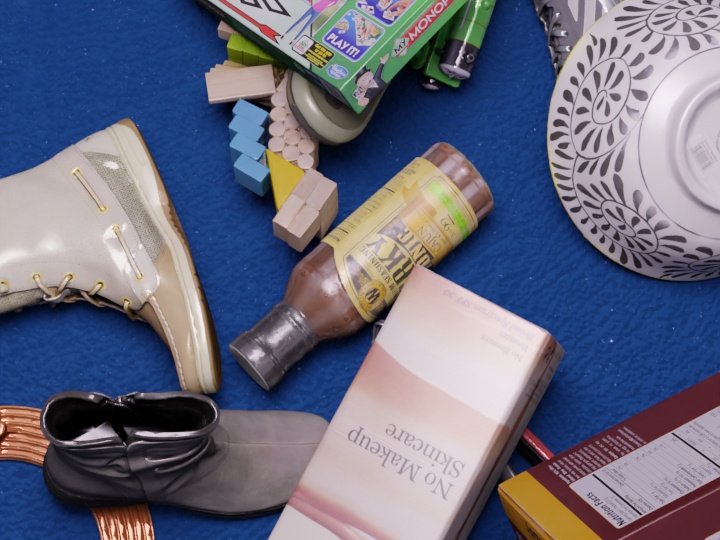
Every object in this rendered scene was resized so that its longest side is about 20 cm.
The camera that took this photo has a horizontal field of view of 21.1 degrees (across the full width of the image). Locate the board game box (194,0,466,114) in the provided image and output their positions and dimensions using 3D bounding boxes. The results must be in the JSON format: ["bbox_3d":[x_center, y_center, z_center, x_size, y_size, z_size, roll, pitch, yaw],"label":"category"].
[{"bbox_3d":[-0.021,-0.197,1.266,0.135,0.029,0.200,-47,49,-6],"label":"board game box"}]

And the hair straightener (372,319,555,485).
[{"bbox_3d":[0.069,0.113,1.260,0.077,0.041,0.200,-40,78,-12],"label":"hair straightener"}]

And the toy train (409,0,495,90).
[{"bbox_3d":[0.085,-0.218,1.328,0.042,0.056,0.201,19,86,-30],"label":"toy train"}]

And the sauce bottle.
[{"bbox_3d":[0.000,0.000,1.281,0.200,0.065,0.065,-43,79,-11],"label":"sauce bottle"}]

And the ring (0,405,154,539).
[{"bbox_3d":[-0.231,0.184,1.243,0.200,0.019,0.201,0,73,-1],"label":"ring"}]

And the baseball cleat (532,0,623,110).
[{"bbox_3d":[0.150,-0.147,1.324,0.106,0.070,0.200,-39,78,-12],"label":"baseball cleat"}]

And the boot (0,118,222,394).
[{"bbox_3d":[-0.185,0.012,1.267,0.154,0.072,0.200,-21,70,-8],"label":"boot"}]

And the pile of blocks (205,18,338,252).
[{"bbox_3d":[-0.060,-0.099,1.310,0.082,0.062,0.201,-5,66,-2],"label":"pile of blocks"}]

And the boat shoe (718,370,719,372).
[{"bbox_3d":[0.239,0.109,1.254,0.200,0.065,0.072,-42,79,-12],"label":"boat shoe"}]

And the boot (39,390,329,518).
[{"bbox_3d":[-0.100,0.109,1.201,0.199,0.131,0.068,-2,71,-14],"label":"boot"}]

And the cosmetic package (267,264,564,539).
[{"bbox_3d":[0.036,0.110,1.210,0.103,0.087,0.200,26,87,15],"label":"cosmetic package"}]

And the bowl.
[{"bbox_3d":[0.229,-0.087,1.256,0.200,0.094,0.201,-2,98,-11],"label":"bowl"}]

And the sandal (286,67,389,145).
[{"bbox_3d":[0.009,-0.169,1.295,0.080,0.057,0.201,30,53,-21],"label":"sandal"}]

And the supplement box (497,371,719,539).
[{"bbox_3d":[0.221,0.187,1.154,0.200,0.133,0.198,-25,108,-9],"label":"supplement box"}]
